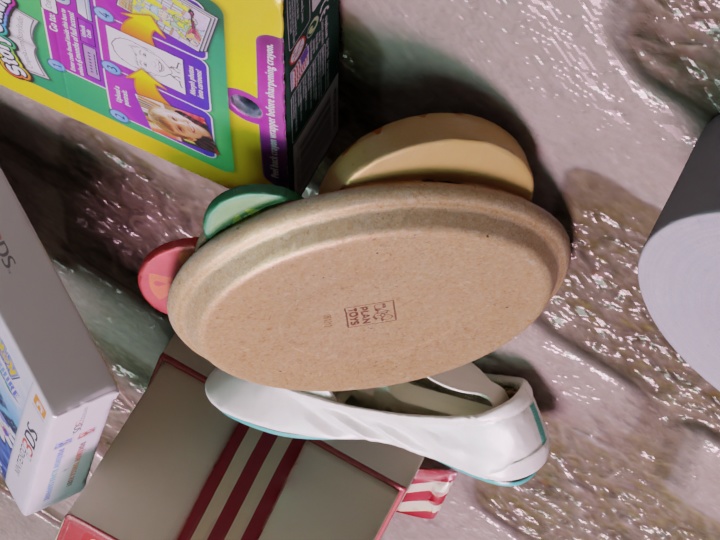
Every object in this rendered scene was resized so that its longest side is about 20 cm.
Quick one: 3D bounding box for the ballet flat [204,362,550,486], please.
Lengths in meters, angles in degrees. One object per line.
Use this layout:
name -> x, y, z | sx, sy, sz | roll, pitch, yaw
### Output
ballet flat -> 0.009, 0.059, 1.586 | 0.199, 0.070, 0.069 | 14, 152, 22

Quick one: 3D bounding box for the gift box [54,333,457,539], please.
gift box -> -0.068, 0.151, 1.698 | 0.184, 0.187, 0.200 | 32, 136, -2

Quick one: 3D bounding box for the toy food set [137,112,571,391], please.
toy food set -> 0.000, 0.000, 1.400 | 0.197, 0.049, 0.200 | -16, 154, 14

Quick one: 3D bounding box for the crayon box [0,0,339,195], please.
crayon box -> -0.097, -0.124, 1.331 | 0.172, 0.058, 0.200 | 25, 157, 11

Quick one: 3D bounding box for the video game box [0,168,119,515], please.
video game box -> -0.204, 0.018, 1.625 | 0.200, 0.047, 0.182 | 60, 158, 14

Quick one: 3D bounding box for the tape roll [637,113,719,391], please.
tape roll -> 0.219, 0.011, 1.241 | 0.200, 0.066, 0.200 | 24, 157, 11
